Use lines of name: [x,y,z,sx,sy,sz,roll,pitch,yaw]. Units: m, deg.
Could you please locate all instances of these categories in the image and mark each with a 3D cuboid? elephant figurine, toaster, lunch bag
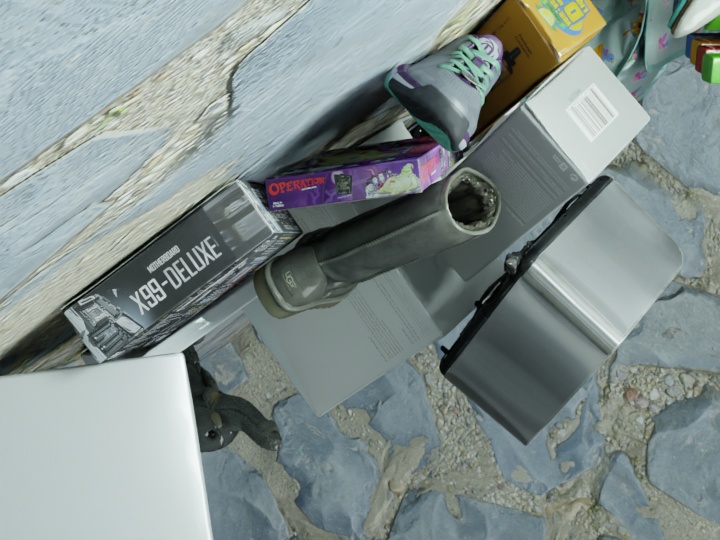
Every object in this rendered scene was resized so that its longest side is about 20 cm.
elephant figurine: [-0.202,0.161,1.543,0.141,0.201,0.155,-35,179,-11]
toaster: [0.174,0.037,1.176,0.200,0.118,0.182,-40,167,-45]
lunch bag: [0.259,-0.240,1.302,0.170,0.122,0.200,-30,163,-47]

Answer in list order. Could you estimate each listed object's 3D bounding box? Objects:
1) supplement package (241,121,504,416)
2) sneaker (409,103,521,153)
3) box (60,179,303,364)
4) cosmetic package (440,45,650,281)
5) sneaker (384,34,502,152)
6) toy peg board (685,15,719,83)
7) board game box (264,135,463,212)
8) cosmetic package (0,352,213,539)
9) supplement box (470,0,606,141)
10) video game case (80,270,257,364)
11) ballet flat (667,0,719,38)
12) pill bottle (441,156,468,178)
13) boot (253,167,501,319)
supplement package: [0.000,0.000,1.313,0.199,0.192,0.147,-36,179,42]
sneaker: [0.127,-0.170,1.420,0.199,0.067,0.090,-34,-179,11]
box: [-0.128,-0.001,1.015,0.157,0.050,0.200,-37,179,5]
cosmetic package: [0.135,-0.084,1.098,0.107,0.090,0.200,-43,-177,-37]
sneaker: [0.068,-0.145,0.973,0.088,0.074,0.200,-46,-171,7]
toy peg board: [0.337,-0.260,1.183,0.096,0.203,0.199,-1,-163,-8]
board game box: [0.009,-0.080,1.039,0.118,0.033,0.200,-3,-169,13]
cosmetic package: [-0.219,0.170,1.025,0.164,0.170,0.200,-7,170,-19]
supplement box: [0.121,-0.174,1.108,0.068,0.067,0.200,-35,179,-26]
video game case: [-0.173,0.047,1.224,0.143,0.018,0.199,-36,-166,-23]
ballet flat: [0.315,-0.269,1.050,0.202,0.069,0.069,-64,178,1]
pill bottle: [0.049,-0.053,1.425,0.198,0.115,0.113,-8,-163,38]
boot: [0.026,-0.031,1.091,0.199,0.073,0.182,-31,-175,27]
